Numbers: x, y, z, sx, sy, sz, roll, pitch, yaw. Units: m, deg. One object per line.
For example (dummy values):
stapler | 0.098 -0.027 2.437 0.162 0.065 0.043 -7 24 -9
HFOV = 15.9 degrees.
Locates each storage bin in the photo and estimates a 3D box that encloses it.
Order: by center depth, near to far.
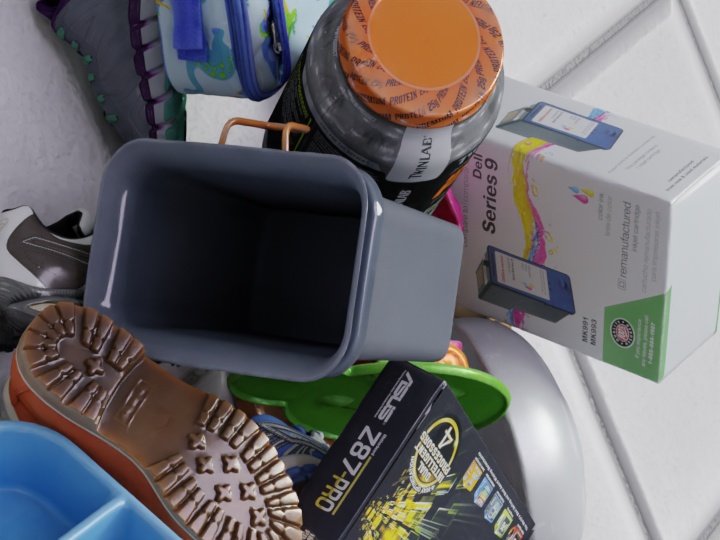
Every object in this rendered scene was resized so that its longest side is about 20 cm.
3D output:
storage bin | -0.041 -0.010 1.503 0.134 0.199 0.147 11 86 -54

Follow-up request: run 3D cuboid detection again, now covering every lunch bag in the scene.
lunch bag | -0.073 -0.215 1.606 0.161 0.082 0.201 -47 137 -53

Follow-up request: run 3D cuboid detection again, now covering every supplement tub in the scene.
supplement tub | 0.015 -0.099 1.560 0.121 0.200 0.124 4 70 -12

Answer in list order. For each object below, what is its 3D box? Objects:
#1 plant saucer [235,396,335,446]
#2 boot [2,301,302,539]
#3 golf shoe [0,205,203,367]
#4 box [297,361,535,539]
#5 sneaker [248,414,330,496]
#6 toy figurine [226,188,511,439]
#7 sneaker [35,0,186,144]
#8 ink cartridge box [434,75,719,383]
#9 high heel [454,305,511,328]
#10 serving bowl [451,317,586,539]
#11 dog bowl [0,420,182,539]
plant saucer | -0.013 0.084 1.777 0.200 0.032 0.202 26 57 -48
boot | -0.123 0.107 1.488 0.200 0.107 0.075 42 58 -2
golf shoe | -0.148 0.009 1.579 0.199 0.077 0.095 14 67 -53
box | 0.023 0.170 1.583 0.162 0.049 0.200 -53 145 -16
sneaker | -0.024 0.140 1.635 0.085 0.077 0.200 54 2 30
toy figurine | 0.000 0.000 1.687 0.199 0.150 0.186 13 64 -33
sneaker | -0.159 -0.142 1.643 0.074 0.087 0.202 -80 168 -70
ink cartridge box | 0.142 -0.032 1.743 0.087 0.199 0.146 -35 137 -42
high heel | 0.047 0.009 1.833 0.200 0.071 0.143 1 64 -64
serving bowl | 0.109 0.124 1.792 0.065 0.200 0.202 -14 89 -15
dog bowl | -0.163 0.160 1.422 0.200 0.050 0.111 39 50 20
